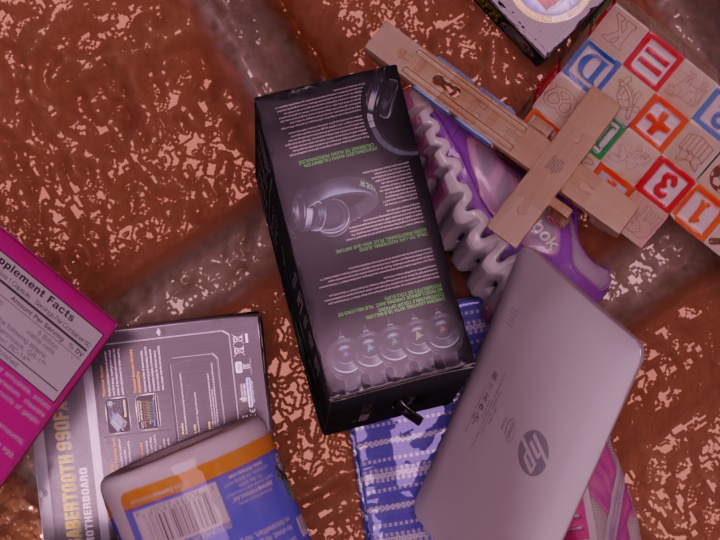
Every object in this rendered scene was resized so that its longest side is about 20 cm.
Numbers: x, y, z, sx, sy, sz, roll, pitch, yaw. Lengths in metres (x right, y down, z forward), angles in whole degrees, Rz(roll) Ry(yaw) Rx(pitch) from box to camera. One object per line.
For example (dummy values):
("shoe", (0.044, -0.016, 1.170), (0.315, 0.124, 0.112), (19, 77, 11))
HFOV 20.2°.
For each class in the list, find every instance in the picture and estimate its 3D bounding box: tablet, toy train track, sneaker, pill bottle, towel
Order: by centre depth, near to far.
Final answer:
("pill bottle", (-0.075, 0.201, 1.237), (0.111, 0.112, 0.202), (-21, 91, -4))
("tablet", (0.099, 0.101, 1.246), (0.014, 0.130, 0.201), (5, 116, -36))
("toy train track", (0.088, -0.087, 1.279), (0.199, 0.033, 0.115), (37, 79, 8))
("sneaker", (0.134, 0.149, 1.304), (0.081, 0.088, 0.202), (-12, 66, 32))
("sneaker", (0.094, -0.040, 1.325), (0.088, 0.081, 0.201), (-29, 83, -20))
("towel", (0.065, 0.121, 1.340), (0.143, 0.024, 0.202), (-10, 88, -4))

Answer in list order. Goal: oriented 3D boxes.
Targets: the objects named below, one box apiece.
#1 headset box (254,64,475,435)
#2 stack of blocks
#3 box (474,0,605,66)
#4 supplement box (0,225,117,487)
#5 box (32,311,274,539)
("headset box", (0.000, 0.000, 1.251), (0.092, 0.174, 0.202), (-13, 79, -5))
("stack of blocks", (0.208, -0.073, 1.319), (0.199, 0.059, 0.115), (37, 108, -4))
("box", (0.136, -0.263, 1.348), (0.200, 0.044, 0.160), (-43, 90, -4))
("supplement box", (-0.248, 0.085, 1.198), (0.103, 0.101, 0.201), (41, 64, -12))
("box", (-0.131, 0.135, 1.316), (0.157, 0.048, 0.202), (-7, 88, -2))
